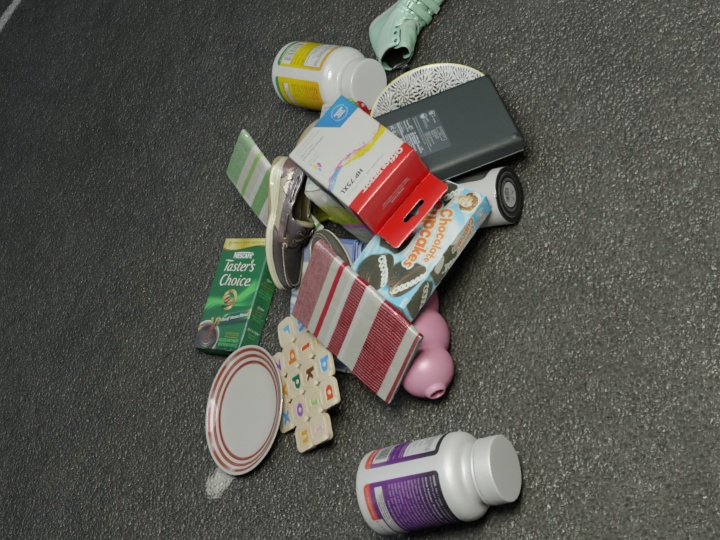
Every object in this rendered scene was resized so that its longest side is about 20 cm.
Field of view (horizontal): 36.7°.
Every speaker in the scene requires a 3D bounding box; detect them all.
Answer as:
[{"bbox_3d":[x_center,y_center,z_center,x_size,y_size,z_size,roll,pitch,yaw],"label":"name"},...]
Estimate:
[{"bbox_3d":[0.134,-0.096,1.583,0.197,0.081,0.083,-7,63,39],"label":"speaker"}]

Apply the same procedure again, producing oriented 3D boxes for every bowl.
[{"bbox_3d":[0.118,-0.204,1.625,0.197,0.095,0.204,-7,53,10],"label":"bowl"}]

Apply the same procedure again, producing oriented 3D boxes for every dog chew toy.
[{"bbox_3d":[0.068,0.089,1.516,0.124,0.124,0.202,-37,55,19],"label":"dog chew toy"}]

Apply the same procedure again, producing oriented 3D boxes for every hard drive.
[{"bbox_3d":[0.116,-0.192,1.538,0.197,0.033,0.141,-21,53,0],"label":"hard drive"}]

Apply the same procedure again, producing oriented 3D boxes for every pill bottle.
[{"bbox_3d":[0.101,0.269,1.388,0.198,0.111,0.113,-18,56,33],"label":"pill bottle"},{"bbox_3d":[-0.051,-0.326,1.846,0.198,0.112,0.114,17,79,45],"label":"pill bottle"}]

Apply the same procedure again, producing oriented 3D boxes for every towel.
[{"bbox_3d":[-0.052,0.050,1.656,0.145,0.024,0.204,6,95,42],"label":"towel"},{"bbox_3d":[-0.140,-0.114,1.741,0.023,0.153,0.201,-34,82,-26],"label":"towel"},{"bbox_3d":[-0.006,0.070,1.475,0.200,0.023,0.145,42,135,20],"label":"towel"}]

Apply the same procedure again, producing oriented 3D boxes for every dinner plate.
[{"bbox_3d":[-0.179,0.219,1.705,0.198,0.024,0.204,-17,66,43],"label":"dinner plate"}]

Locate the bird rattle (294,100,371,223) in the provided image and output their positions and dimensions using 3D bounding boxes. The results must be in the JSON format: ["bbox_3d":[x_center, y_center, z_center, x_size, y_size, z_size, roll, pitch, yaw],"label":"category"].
[{"bbox_3d":[-0.046,-0.181,1.741,0.112,0.162,0.202,35,101,28],"label":"bird rattle"}]

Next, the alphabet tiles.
[{"bbox_3d":[-0.083,0.162,1.612,0.195,0.014,0.204,-38,58,54],"label":"alphabet tiles"}]

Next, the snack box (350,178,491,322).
[{"bbox_3d":[0.078,-0.036,1.485,0.115,0.037,0.201,24,69,36],"label":"snack box"}]

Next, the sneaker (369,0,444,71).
[{"bbox_3d":[0.098,-0.414,1.789,0.200,0.073,0.120,-42,39,30],"label":"sneaker"}]

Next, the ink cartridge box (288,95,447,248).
[{"bbox_3d":[0.010,-0.134,1.468,0.117,0.067,0.199,-49,55,-2],"label":"ink cartridge box"}]

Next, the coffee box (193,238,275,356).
[{"bbox_3d":[-0.204,0.044,1.826,0.121,0.044,0.203,2,69,42],"label":"coffee box"}]

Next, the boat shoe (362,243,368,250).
[{"bbox_3d":[0.000,0.000,1.668,0.198,0.071,0.063,-18,81,37],"label":"boat shoe"}]

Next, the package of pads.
[{"bbox_3d":[-0.003,-0.140,1.639,0.067,0.200,0.157,-3,65,31],"label":"package of pads"}]

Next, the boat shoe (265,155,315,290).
[{"bbox_3d":[-0.101,-0.070,1.638,0.064,0.072,0.204,4,97,26],"label":"boat shoe"}]

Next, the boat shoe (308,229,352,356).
[{"bbox_3d":[-0.042,0.032,1.591,0.066,0.056,0.203,-30,70,39],"label":"boat shoe"}]
